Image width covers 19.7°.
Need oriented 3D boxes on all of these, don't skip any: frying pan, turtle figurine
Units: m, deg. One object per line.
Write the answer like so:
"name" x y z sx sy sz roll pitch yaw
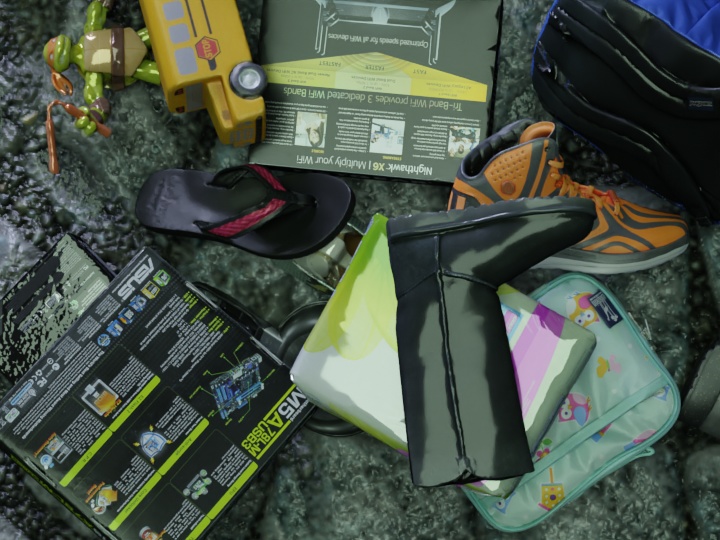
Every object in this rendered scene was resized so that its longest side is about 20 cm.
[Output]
"frying pan" -0.049 0.054 1.698 0.115 0.031 0.190 -42 87 24
"turtle figurine" -0.195 -0.170 1.721 0.160 0.064 0.202 1 72 -4

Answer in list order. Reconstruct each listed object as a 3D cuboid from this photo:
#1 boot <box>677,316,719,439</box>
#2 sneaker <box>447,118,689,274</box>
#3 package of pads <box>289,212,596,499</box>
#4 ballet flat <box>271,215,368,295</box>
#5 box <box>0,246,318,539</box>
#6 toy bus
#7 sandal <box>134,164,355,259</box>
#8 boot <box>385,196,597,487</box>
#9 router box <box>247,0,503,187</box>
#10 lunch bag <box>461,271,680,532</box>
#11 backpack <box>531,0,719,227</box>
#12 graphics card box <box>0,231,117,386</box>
"boot" 0.349 0.060 1.662 0.131 0.070 0.201 25 100 4
"sneaker" 0.169 -0.060 1.647 0.198 0.078 0.113 -1 109 -11
"package of pads" 0.061 0.071 1.608 0.199 0.068 0.155 30 88 11
"ballet flat" 0.000 0.000 1.691 0.199 0.071 0.069 33 89 7
"box" -0.165 0.115 1.650 0.193 0.048 0.200 40 72 3
"toy bus" -0.131 -0.197 1.667 0.078 0.065 0.201 -14 74 -9
"sandal" -0.100 -0.054 1.685 0.198 0.045 0.076 5 65 23
"boot" 0.104 0.054 1.535 0.163 0.066 0.202 -8 78 15
"router box" 0.013 -0.154 1.707 0.198 0.052 0.159 6 88 6
"lunch bag" 0.154 0.106 1.666 0.199 0.077 0.161 -36 83 4
"backpack" 0.243 -0.160 1.628 0.199 0.168 0.163 31 132 11
"graphics card box" -0.213 0.081 1.718 0.200 0.051 0.126 44 91 5
